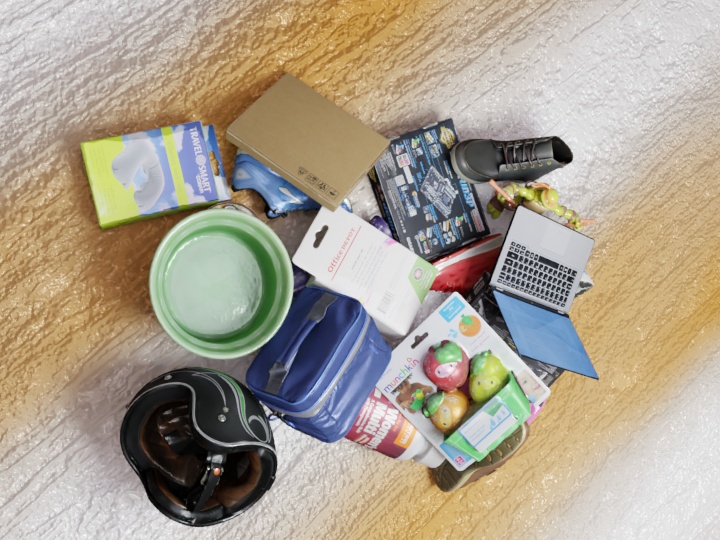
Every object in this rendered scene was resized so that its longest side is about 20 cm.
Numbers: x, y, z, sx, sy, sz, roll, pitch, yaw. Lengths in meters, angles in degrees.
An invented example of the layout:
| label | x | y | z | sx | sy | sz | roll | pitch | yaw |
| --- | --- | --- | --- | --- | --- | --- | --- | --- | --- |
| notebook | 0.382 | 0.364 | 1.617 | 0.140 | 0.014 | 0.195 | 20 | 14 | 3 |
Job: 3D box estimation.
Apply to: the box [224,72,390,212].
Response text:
| label | x | y | z | sx | sy | sz | roll | pitch | yaw |
| --- | --- | --- | --- | --- | --- | --- | --- | --- | --- |
| box | -0.075 | -0.195 | 1.257 | 0.198 | 0.021 | 0.164 | 34 | 55 | 8 |

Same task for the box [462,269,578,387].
| label | x | y | z | sx | sy | sz | roll | pitch | yaw |
| --- | --- | --- | --- | --- | --- | --- | --- | --- | --- |
| box | 0.227 | 0.121 | 1.347 | 0.198 | 0.050 | 0.158 | 34 | 111 | -13 |

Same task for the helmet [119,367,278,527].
| label | x | y | z | sx | sy | sz | roll | pitch | yaw |
| --- | --- | --- | --- | --- | --- | --- | --- | --- | --- |
| helmet | -0.221 | 0.228 | 1.157 | 0.198 | 0.191 | 0.203 | -24 | 135 | -25 |

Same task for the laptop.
| label | x | y | z | sx | sy | sz | roll | pitch | yaw |
| --- | --- | --- | --- | --- | --- | --- | --- | --- | --- |
| laptop | 0.297 | 0.033 | 1.271 | 0.185 | 0.115 | 0.203 | 18 | 94 | -35 |

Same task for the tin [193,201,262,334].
| label | x | y | z | sx | sy | sz | roll | pitch | yaw |
| --- | --- | --- | --- | --- | --- | --- | --- | --- | --- |
| tin | -0.194 | 0.001 | 1.258 | 0.110 | 0.042 | 0.204 | -2 | 88 | -23 |

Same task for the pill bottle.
| label | x | y | z | sx | sy | sz | roll | pitch | yaw |
| --- | --- | --- | --- | --- | --- | --- | --- | --- | --- |
| pill bottle | 0.040 | 0.221 | 1.287 | 0.197 | 0.109 | 0.111 | 25 | 80 | -15 |

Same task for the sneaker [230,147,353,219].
| label | x | y | z | sx | sy | sz | roll | pitch | yaw |
| --- | --- | --- | --- | --- | --- | --- | --- | --- | --- |
| sneaker | -0.105 | -0.112 | 1.282 | 0.197 | 0.079 | 0.091 | 22 | 87 | -8 |

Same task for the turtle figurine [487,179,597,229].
| label | x | y | z | sx | sy | sz | roll | pitch | yaw |
| --- | --- | --- | --- | --- | --- | --- | --- | --- | --- |
| turtle figurine | 0.267 | -0.111 | 1.353 | 0.197 | 0.161 | 0.066 | 15 | 80 | -17 |

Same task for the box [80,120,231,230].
| label | x | y | z | sx | sy | sz | roll | pitch | yaw |
| --- | --- | --- | --- | --- | --- | --- | --- | --- | --- |
| box | -0.292 | -0.141 | 1.228 | 0.197 | 0.048 | 0.124 | -15 | 92 | -18 |

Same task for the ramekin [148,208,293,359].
| label | x | y | z | sx | sy | sz | roll | pitch | yaw |
| --- | --- | --- | --- | --- | --- | --- | --- | --- | --- |
| ramekin | -0.199 | 0.020 | 1.186 | 0.196 | 0.097 | 0.204 | 1 | 87 | -19 |

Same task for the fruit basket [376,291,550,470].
| label | x | y | z | sx | sy | sz | roll | pitch | yaw |
| --- | --- | --- | --- | --- | --- | --- | --- | --- | --- |
| fruit basket | 0.139 | 0.164 | 1.204 | 0.185 | 0.094 | 0.200 | -43 | 99 | 14 |

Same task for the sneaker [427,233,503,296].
| label | x | y | z | sx | sy | sz | roll | pitch | yaw |
| --- | --- | --- | --- | --- | --- | --- | --- | --- | --- |
| sneaker | 0.165 | 0.026 | 1.358 | 0.197 | 0.078 | 0.117 | -24 | 93 | -17 |

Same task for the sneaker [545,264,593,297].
| label | x | y | z | sx | sy | sz | roll | pitch | yaw |
| --- | --- | --- | --- | --- | --- | --- | --- | --- | --- |
| sneaker | 0.297 | -0.014 | 1.398 | 0.198 | 0.078 | 0.091 | 18 | 49 | -37 |

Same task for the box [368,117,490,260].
| label | x | y | z | sx | sy | sz | roll | pitch | yaw |
| --- | --- | --- | --- | --- | --- | --- | --- | --- | --- |
| box | 0.105 | -0.125 | 1.361 | 0.157 | 0.046 | 0.203 | -21 | 94 | -19 |

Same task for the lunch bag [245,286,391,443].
| label | x | y | z | sx | sy | sz | roll | pitch | yaw |
| --- | --- | --- | --- | --- | --- | --- | --- | --- | --- |
| lunch bag | -0.065 | 0.130 | 1.175 | 0.201 | 0.134 | 0.133 | -57 | 135 | -24 |

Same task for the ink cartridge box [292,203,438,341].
| label | x | y | z | sx | sy | sz | roll | pitch | yaw |
| --- | --- | --- | --- | --- | --- | --- | --- | --- | --- |
| ink cartridge box | 0.000 | 0.000 | 1.245 | 0.198 | 0.067 | 0.118 | 33 | 72 | -9 |

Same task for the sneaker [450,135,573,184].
| label | x | y | z | sx | sy | sz | roll | pitch | yaw |
| --- | --- | --- | --- | --- | --- | --- | --- | --- | --- |
| sneaker | 0.242 | -0.187 | 1.353 | 0.197 | 0.106 | 0.076 | -3 | 81 | -36 |

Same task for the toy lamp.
| label | x | y | z | sx | sy | sz | roll | pitch | yaw |
| --- | --- | --- | --- | --- | --- | --- | --- | --- | --- |
| toy lamp | -0.045 | -0.017 | 1.300 | 0.198 | 0.058 | 0.059 | -32 | 97 | -20 |

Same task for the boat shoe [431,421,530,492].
| label | x | y | z | sx | sy | sz | roll | pitch | yaw |
| --- | --- | --- | --- | --- | --- | --- | --- | --- | --- |
| boat shoe | 0.192 | 0.276 | 1.306 | 0.067 | 0.200 | 0.073 | 3 | 53 | -40 |

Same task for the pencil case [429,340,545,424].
| label | x | y | z | sx | sy | sz | roll | pitch | yaw |
| --- | --- | --- | --- | --- | --- | --- | --- | --- | --- |
| pencil case | 0.185 | 0.178 | 1.302 | 0.197 | 0.091 | 0.095 | 26 | 84 | -9 |
